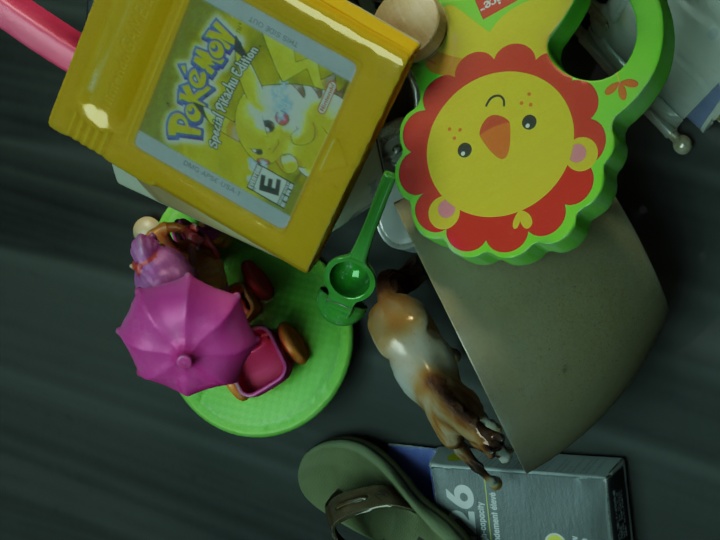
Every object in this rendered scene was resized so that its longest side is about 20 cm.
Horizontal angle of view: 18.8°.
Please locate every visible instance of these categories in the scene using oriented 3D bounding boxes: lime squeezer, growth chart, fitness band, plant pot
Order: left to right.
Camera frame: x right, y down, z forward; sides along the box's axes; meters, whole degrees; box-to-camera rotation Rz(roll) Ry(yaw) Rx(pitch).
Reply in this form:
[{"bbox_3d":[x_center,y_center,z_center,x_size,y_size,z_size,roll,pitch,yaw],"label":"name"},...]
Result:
[{"bbox_3d":[-0.180,-0.203,1.407,0.200,0.037,0.144,34,121,4],"label":"fitness band"},{"bbox_3d":[0.000,0.000,1.507,0.038,0.071,0.200,38,161,8],"label":"lime squeezer"},{"bbox_3d":[0.124,0.015,1.446,0.134,0.200,0.201,-27,93,2],"label":"plant pot"},{"bbox_3d":[0.218,-0.151,1.375,0.145,0.018,0.200,52,145,3],"label":"growth chart"}]

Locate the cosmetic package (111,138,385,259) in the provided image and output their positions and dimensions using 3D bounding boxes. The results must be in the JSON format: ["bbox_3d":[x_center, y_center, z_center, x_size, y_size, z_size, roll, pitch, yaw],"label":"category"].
[{"bbox_3d":[-0.085,-0.086,1.530,0.200,0.105,0.071,23,136,44],"label":"cosmetic package"}]

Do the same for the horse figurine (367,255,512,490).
[{"bbox_3d":[0.052,0.069,1.514,0.050,0.133,0.200,-32,62,7],"label":"horse figurine"}]

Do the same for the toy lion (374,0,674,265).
[{"bbox_3d":[0.107,-0.107,1.347,0.200,0.069,0.192,-29,68,17],"label":"toy lion"}]

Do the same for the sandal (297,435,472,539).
[{"bbox_3d":[0.013,0.187,1.613,0.201,0.057,0.080,34,132,45],"label":"sandal"}]

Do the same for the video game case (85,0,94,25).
[{"bbox_3d":[-0.127,-0.278,1.479,0.025,0.181,0.201,16,116,17],"label":"video game case"}]

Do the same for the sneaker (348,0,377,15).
[{"bbox_3d":[-0.088,-0.170,1.481,0.199,0.087,0.075,-4,79,33],"label":"sneaker"}]

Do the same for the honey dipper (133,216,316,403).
[{"bbox_3d":[-0.103,0.029,1.671,0.200,0.038,0.038,43,124,16],"label":"honey dipper"}]

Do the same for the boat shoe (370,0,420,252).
[{"bbox_3d":[0.020,-0.103,1.521,0.071,0.069,0.201,6,110,30],"label":"boat shoe"}]

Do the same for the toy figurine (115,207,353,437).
[{"bbox_3d":[-0.113,0.020,1.558,0.150,0.184,0.200,-32,77,12],"label":"toy figurine"}]

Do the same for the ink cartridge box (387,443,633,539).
[{"bbox_3d":[0.110,0.230,1.604,0.199,0.047,0.198,0,107,30],"label":"ink cartridge box"}]

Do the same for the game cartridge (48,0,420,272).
[{"bbox_3d":[-0.084,-0.116,1.374,0.200,0.032,0.177,29,121,4],"label":"game cartridge"}]
